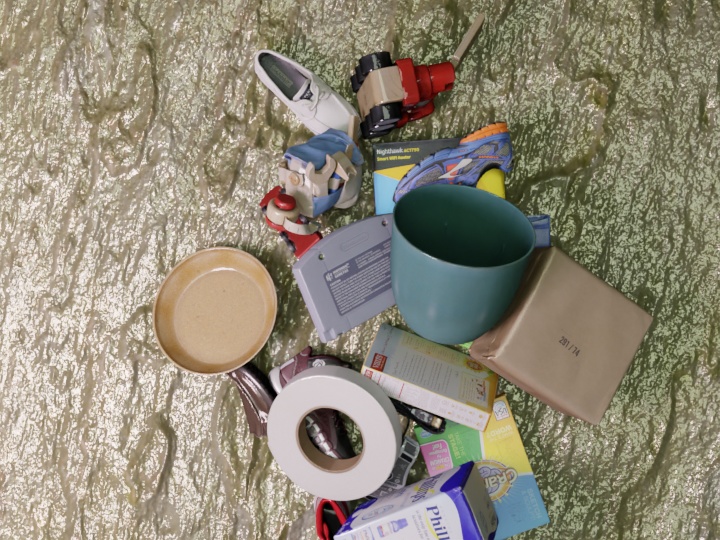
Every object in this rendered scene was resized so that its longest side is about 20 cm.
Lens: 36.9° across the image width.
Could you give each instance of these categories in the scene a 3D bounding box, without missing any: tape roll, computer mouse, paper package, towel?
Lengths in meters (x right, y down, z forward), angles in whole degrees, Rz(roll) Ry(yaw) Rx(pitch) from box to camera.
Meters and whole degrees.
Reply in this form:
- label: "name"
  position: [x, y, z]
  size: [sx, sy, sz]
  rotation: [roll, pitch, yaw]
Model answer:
- label: "tape roll"
  position: [-0.039, 0.236, 1.557]
  size: [0.199, 0.037, 0.206]
  rotation: [6, 112, 15]
- label: "computer mouse"
  position: [0.049, 0.267, 1.612]
  size: [0.108, 0.044, 0.202]
  rotation: [18, 124, -8]
- label: "paper package"
  position: [0.289, 0.092, 1.557]
  size: [0.198, 0.103, 0.192]
  rotation: [33, 83, -15]
- label: "towel"
  position: [0.188, -0.011, 1.611]
  size: [0.196, 0.024, 0.149]
  rotation: [-5, 119, 3]

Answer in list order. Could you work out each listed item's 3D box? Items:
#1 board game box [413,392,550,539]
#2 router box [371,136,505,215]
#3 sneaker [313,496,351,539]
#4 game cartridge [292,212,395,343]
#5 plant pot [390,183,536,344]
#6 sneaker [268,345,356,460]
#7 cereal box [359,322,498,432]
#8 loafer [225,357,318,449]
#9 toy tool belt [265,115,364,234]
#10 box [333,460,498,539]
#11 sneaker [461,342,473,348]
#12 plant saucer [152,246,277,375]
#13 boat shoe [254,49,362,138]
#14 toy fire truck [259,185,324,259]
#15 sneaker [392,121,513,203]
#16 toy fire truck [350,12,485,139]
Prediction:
- label: "board game box"
  position: [0.183, 0.307, 1.634]
  size: [0.151, 0.040, 0.203]
  rotation: [-21, 88, 4]
- label: "router box"
  position: [0.119, -0.121, 1.632]
  size: [0.196, 0.051, 0.152]
  rotation: [-4, 88, 4]
- label: "sneaker"
  position: [-0.032, 0.430, 1.610]
  size: [0.077, 0.116, 0.203]
  rotation: [-21, 87, 4]
- label: "game cartridge"
  position: [0.000, 0.000, 1.554]
  size: [0.198, 0.041, 0.135]
  rotation: [-28, 106, -28]
- label: "plant pot"
  position: [0.131, 0.002, 1.499]
  size: [0.197, 0.202, 0.163]
  rotation: [11, 126, 4]
- label: "sneaker"
  position: [-0.041, 0.201, 1.634]
  size: [0.115, 0.076, 0.201]
  rotation: [-40, 87, 0]
- label: "cereal box"
  position: [0.103, 0.155, 1.589]
  size: [0.197, 0.144, 0.040]
  rotation: [20, 116, 5]
- label: "loafer"
  position: [-0.147, 0.221, 1.640]
  size: [0.071, 0.073, 0.201]
  rotation: [-38, 87, 3]
- label: "toy tool belt"
  position: [-0.065, -0.149, 1.561]
  size: [0.124, 0.200, 0.124]
  rotation: [28, 126, 18]
- label: "box"
  position: [0.084, 0.368, 1.533]
  size: [0.197, 0.184, 0.106]
  rotation: [-23, 87, 11]
- label: "sneaker"
  position: [0.179, 0.080, 1.621]
  size: [0.198, 0.077, 0.085]
  rotation: [28, 86, -10]
- label: "plant saucer"
  position: [-0.218, 0.065, 1.641]
  size: [0.196, 0.035, 0.204]
  rotation: [-4, 70, 10]
- label: "boat shoe"
  position: [-0.080, -0.268, 1.640]
  size: [0.200, 0.066, 0.072]
  rotation: [44, 92, 3]
- label: "toy fire truck"
  position: [-0.065, -0.030, 1.620]
  size: [0.049, 0.141, 0.200]
  rotation: [-41, 49, 3]
- label: "sneaker"
  position: [0.137, -0.142, 1.571]
  size: [0.198, 0.075, 0.079]
  rotation: [-28, 88, 4]
- label: "toy fire truck"
  position: [0.092, -0.285, 1.581]
  size: [0.196, 0.176, 0.131]
  rotation: [-12, 89, -7]
